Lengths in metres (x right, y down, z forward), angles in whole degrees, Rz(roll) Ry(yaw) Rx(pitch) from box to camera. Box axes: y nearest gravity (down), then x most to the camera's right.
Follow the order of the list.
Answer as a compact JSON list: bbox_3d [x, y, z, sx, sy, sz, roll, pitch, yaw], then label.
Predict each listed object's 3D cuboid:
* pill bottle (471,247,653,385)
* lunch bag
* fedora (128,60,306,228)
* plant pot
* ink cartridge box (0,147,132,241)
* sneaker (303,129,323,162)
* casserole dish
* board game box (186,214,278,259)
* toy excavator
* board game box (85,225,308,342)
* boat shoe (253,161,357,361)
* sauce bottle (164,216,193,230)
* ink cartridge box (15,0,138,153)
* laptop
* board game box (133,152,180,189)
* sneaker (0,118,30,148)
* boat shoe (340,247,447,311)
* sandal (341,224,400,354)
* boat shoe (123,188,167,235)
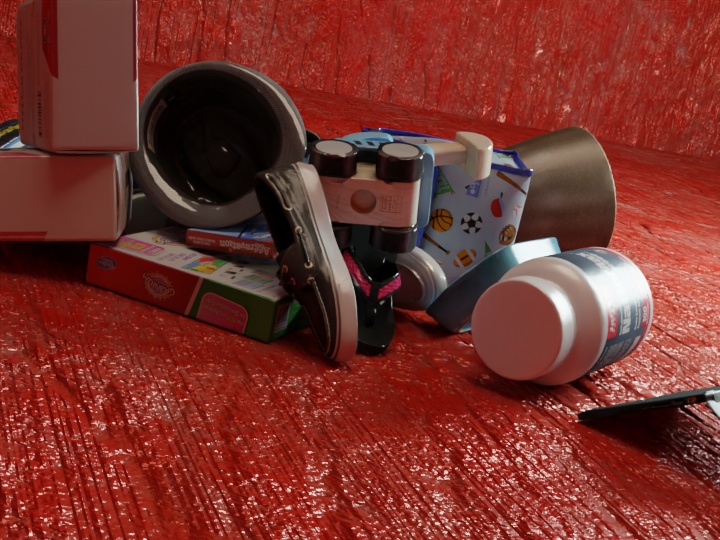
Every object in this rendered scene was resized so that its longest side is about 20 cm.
[{"bbox_3d":[0.189,0.044,1.196,0.119,0.121,0.199,19,15,29],"label":"pill bottle"},{"bbox_3d":[0.078,-0.065,1.450,0.198,0.171,0.124,11,14,-10],"label":"lunch bag"},{"bbox_3d":[-0.142,-0.118,1.312,0.200,0.177,0.090,41,-9,20],"label":"fedora"},{"bbox_3d":[0.212,-0.090,1.716,0.198,0.189,0.187,-9,20,-20],"label":"plant pot"},{"bbox_3d":[-0.305,-0.079,1.264,0.144,0.086,0.200,0,6,-7],"label":"ink cartridge box"},{"bbox_3d":[-0.049,-0.108,1.372,0.078,0.091,0.200,1,11,-8],"label":"sneaker"},{"bbox_3d":[0.147,0.018,1.318,0.039,0.121,0.200,56,27,15],"label":"casserole dish"},{"bbox_3d":[-0.080,-0.040,1.304,0.102,0.020,0.200,7,12,28],"label":"board game box"},{"bbox_3d":[0.040,-0.102,1.283,0.193,0.101,0.200,4,26,1],"label":"toy excavator"},{"bbox_3d":[-0.139,0.008,1.227,0.199,0.041,0.153,17,14,20],"label":"board game box"},{"bbox_3d":[-0.051,-0.007,1.148,0.056,0.069,0.201,-6,62,-20],"label":"boat shoe"},{"bbox_3d":[-0.124,-0.044,1.407,0.066,0.067,0.199,22,18,38],"label":"sauce bottle"},{"bbox_3d":[-0.279,-0.192,1.239,0.082,0.147,0.200,-3,9,-23],"label":"ink cartridge box"},{"bbox_3d":[0.328,0.157,1.093,0.199,0.117,0.186,-15,-10,43],"label":"laptop"},{"bbox_3d":[-0.190,-0.113,1.470,0.157,0.039,0.200,5,-19,-7],"label":"board game box"},{"bbox_3d":[-0.406,-0.101,1.385,0.074,0.083,0.200,15,34,34],"label":"sneaker"},{"bbox_3d":[0.000,0.000,1.338,0.199,0.073,0.068,25,32,37],"label":"boat shoe"},{"bbox_3d":[0.008,0.002,1.228,0.075,0.045,0.201,24,37,-12],"label":"sandal"},{"bbox_3d":[-0.186,-0.069,1.445,0.199,0.071,0.064,3,17,-29],"label":"boat shoe"}]
